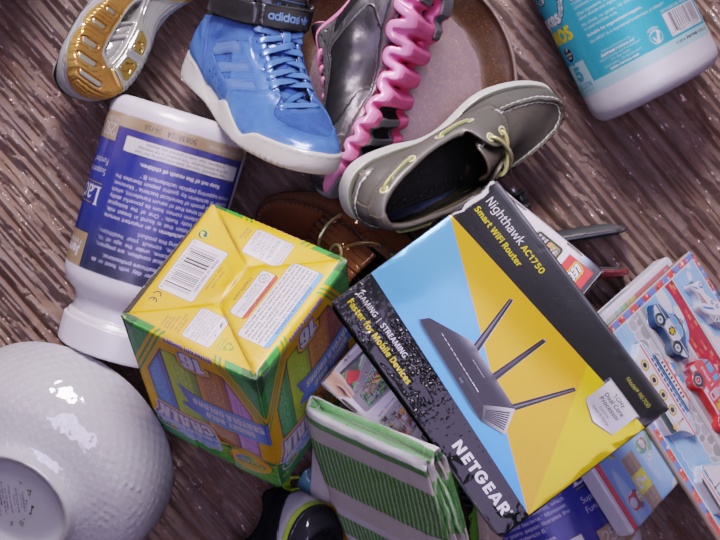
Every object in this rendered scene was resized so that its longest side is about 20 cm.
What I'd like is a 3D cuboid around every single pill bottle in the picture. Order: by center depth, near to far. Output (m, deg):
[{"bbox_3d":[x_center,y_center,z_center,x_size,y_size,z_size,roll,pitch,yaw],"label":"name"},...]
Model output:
[{"bbox_3d":[0.191,-0.229,1.017,0.110,0.111,0.201,-27,93,2],"label":"pill bottle"},{"bbox_3d":[-0.169,-0.030,1.028,0.115,0.116,0.201,17,93,-1],"label":"pill bottle"},{"bbox_3d":[0.130,0.152,1.029,0.115,0.116,0.201,-28,90,2],"label":"pill bottle"}]

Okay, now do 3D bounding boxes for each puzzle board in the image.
[{"bbox_3d":[0.282,0.102,1.038,0.151,0.017,0.200,-36,94,-38],"label":"puzzle board"}]

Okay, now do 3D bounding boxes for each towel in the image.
[{"bbox_3d":[0.032,0.191,0.954,0.023,0.152,0.201,-37,123,-29],"label":"towel"}]

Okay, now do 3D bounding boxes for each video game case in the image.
[{"bbox_3d":[0.226,0.094,1.023,0.200,0.017,0.143,-35,94,-37],"label":"video game case"}]

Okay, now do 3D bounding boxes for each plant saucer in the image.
[{"bbox_3d":[0.028,-0.153,1.060,0.199,0.037,0.202,0,94,0],"label":"plant saucer"}]

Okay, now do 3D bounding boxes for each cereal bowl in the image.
[{"bbox_3d":[-0.253,0.162,1.018,0.199,0.083,0.201,8,119,14],"label":"cereal bowl"}]

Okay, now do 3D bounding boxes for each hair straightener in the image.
[{"bbox_3d":[0.122,-0.031,1.071,0.199,0.041,0.077,-1,94,5],"label":"hair straightener"}]

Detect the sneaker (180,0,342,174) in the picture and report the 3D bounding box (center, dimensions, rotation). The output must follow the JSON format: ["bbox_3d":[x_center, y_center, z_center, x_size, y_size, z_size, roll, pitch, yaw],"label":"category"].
[{"bbox_3d":[-0.066,-0.160,0.983,0.076,0.200,0.112,4,119,-36],"label":"sneaker"}]

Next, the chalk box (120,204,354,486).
[{"bbox_3d":[-0.084,0.073,0.998,0.123,0.200,0.125,22,58,21],"label":"chalk box"}]

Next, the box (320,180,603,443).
[{"bbox_3d":[0.076,0.045,0.962,0.110,0.035,0.200,40,86,10],"label":"box"}]

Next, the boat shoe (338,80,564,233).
[{"bbox_3d":[0.082,-0.086,0.996,0.201,0.060,0.072,-27,121,-19],"label":"boat shoe"}]

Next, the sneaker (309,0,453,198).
[{"bbox_3d":[-0.003,-0.157,1.016,0.095,0.079,0.201,24,93,21],"label":"sneaker"}]

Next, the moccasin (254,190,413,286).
[{"bbox_3d":[-0.001,0.001,1.035,0.201,0.078,0.074,34,130,9],"label":"moccasin"}]

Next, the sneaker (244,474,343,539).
[{"bbox_3d":[-0.077,0.266,1.083,0.083,0.072,0.201,32,105,37],"label":"sneaker"}]

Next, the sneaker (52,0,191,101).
[{"bbox_3d":[-0.184,-0.221,1.039,0.076,0.088,0.200,43,70,-22],"label":"sneaker"}]

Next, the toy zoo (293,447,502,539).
[{"bbox_3d":[0.026,0.197,1.035,0.199,0.020,0.132,8,113,39],"label":"toy zoo"}]

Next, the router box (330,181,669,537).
[{"bbox_3d":[0.096,0.062,0.911,0.149,0.051,0.200,-36,83,-4],"label":"router box"}]
